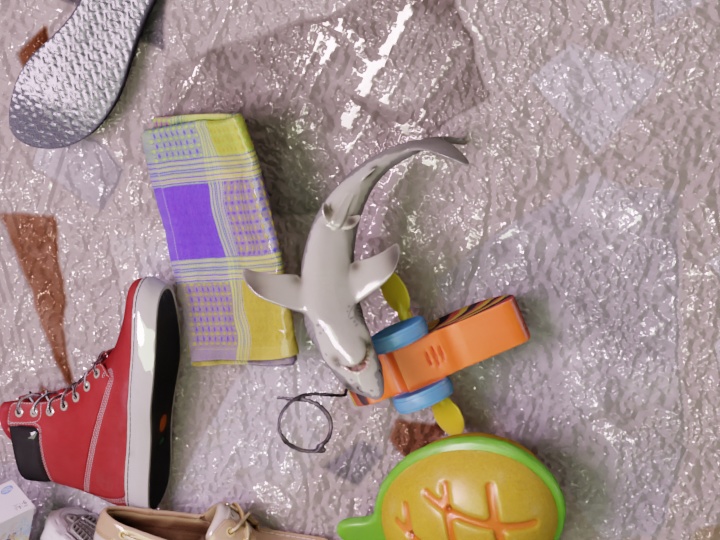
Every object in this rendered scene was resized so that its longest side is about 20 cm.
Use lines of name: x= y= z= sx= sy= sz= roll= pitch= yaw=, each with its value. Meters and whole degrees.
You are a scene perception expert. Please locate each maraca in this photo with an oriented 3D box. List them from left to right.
maraca: x=0.069 y=0.197 z=1.697 sx=0.137 sy=0.107 sz=0.200 roll=42 pitch=125 yaw=-13

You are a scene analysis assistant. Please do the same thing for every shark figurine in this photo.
shark figurine: x=-0.006 y=-0.021 z=1.647 sx=0.128 sy=0.090 sz=0.215 roll=20 pitch=80 yaw=6

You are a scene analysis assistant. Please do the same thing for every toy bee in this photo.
toy bee: x=0.025 y=0.065 z=1.692 sx=0.199 sy=0.109 sz=0.132 roll=-3 pitch=94 yaw=-11

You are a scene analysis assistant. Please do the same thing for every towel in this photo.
towel: x=-0.109 y=-0.021 z=1.695 sx=0.143 sy=0.023 sz=0.201 roll=2 pitch=106 yaw=53

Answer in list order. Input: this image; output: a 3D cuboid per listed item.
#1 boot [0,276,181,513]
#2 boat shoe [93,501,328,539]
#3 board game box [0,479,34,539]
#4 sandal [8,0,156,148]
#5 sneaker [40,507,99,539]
boot: x=-0.221 y=0.089 z=1.759 sx=0.144 sy=0.072 sz=0.201 roll=14 pitch=114 yaw=13
boat shoe: x=-0.114 y=0.218 z=1.742 sx=0.199 sy=0.074 sz=0.070 roll=1 pitch=110 yaw=-8
board game box: x=-0.355 y=0.257 z=1.739 sx=0.034 sy=0.199 sz=0.135 roll=43 pitch=138 yaw=27
sandal: x=-0.203 y=-0.180 z=1.720 sx=0.076 sy=0.043 sz=0.201 roll=33 pitch=98 yaw=-2
sneaker: x=-0.194 y=0.288 z=1.806 sx=0.200 sy=0.078 sz=0.100 roll=41 pitch=115 yaw=12
